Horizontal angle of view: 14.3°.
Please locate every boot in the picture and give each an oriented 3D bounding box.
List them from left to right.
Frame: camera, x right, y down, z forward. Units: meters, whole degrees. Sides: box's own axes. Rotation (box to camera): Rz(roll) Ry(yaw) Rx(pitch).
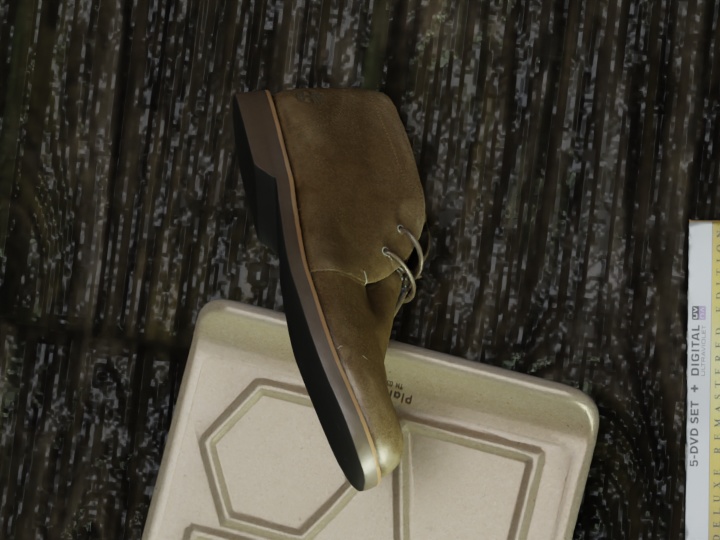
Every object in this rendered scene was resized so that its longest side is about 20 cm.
[{"bbox_3d":[0.000,0.000,1.224,0.075,0.074,0.200,-8,57,-9],"label":"boot"}]

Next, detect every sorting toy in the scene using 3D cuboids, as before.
[{"bbox_3d":[-0.004,0.128,1.264,0.185,0.036,0.200,14,93,11],"label":"sorting toy"}]

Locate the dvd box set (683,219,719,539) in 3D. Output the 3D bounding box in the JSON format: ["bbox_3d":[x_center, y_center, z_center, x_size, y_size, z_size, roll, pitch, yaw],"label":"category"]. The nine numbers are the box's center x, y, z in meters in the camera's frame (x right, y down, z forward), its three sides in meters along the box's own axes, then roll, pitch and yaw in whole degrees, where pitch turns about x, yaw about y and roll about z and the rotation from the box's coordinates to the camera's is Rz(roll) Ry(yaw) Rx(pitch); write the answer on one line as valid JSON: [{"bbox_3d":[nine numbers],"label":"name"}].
[{"bbox_3d":[0.238,0.051,1.225,0.200,0.029,0.147,1,86,10],"label":"dvd box set"}]
